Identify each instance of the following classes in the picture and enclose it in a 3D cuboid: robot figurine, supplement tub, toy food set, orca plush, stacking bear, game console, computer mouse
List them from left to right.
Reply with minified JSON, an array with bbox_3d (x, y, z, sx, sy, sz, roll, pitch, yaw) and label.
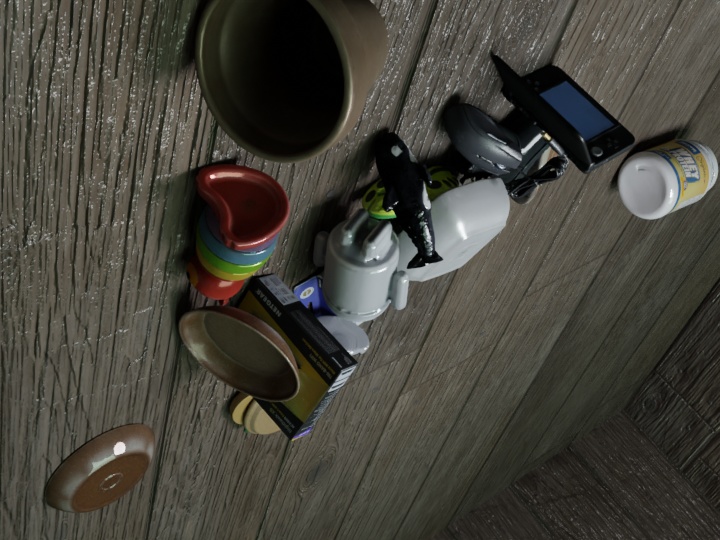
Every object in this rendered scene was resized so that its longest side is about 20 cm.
[{"bbox_3d":[-0.173,-0.033,1.398,0.113,0.122,0.201,-15,154,-32],"label":"stacking bear"},{"bbox_3d":[-0.138,0.225,1.925,0.199,0.049,0.198,-40,155,-4],"label":"toy food set"},{"bbox_3d":[0.000,0.000,1.630,0.113,0.168,0.201,-46,158,-36],"label":"robot figurine"},{"bbox_3d":[0.052,-0.094,1.547,0.071,0.105,0.203,-24,114,-34],"label":"orca plush"},{"bbox_3d":[0.221,-0.184,1.609,0.140,0.200,0.046,-22,-146,45],"label":"computer mouse"},{"bbox_3d":[0.314,-0.258,1.619,0.175,0.200,0.117,-28,153,-26],"label":"game console"},{"bbox_3d":[0.665,-0.202,2.290,0.199,0.145,0.145,-21,148,-38],"label":"supplement tub"}]

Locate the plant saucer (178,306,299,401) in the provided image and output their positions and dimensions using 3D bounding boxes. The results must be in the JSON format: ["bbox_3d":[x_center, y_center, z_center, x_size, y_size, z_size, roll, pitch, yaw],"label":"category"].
[{"bbox_3d":[-0.170,0.113,1.540,0.037,0.198,0.201,-59,167,-34],"label":"plant saucer"}]

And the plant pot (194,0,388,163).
[{"bbox_3d":[-0.057,-0.239,1.169,0.174,0.199,0.201,-40,164,-54],"label":"plant pot"}]

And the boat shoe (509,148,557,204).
[{"bbox_3d":[0.314,-0.197,1.875,0.071,0.076,0.201,-28,153,-31],"label":"boat shoe"}]

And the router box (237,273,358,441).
[{"bbox_3d":[-0.118,0.132,1.620,0.052,0.200,0.158,-15,145,-55],"label":"router box"}]

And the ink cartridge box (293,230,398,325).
[{"bbox_3d":[-0.017,0.038,1.806,0.199,0.041,0.200,-34,154,-16],"label":"ink cartridge box"}]

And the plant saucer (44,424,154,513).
[{"bbox_3d":[-0.410,0.329,1.712,0.199,0.037,0.201,-33,153,-19],"label":"plant saucer"}]

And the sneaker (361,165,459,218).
[{"bbox_3d":[0.080,-0.106,1.677,0.199,0.074,0.084,-17,142,-43],"label":"sneaker"}]

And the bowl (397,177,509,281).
[{"bbox_3d":[0.148,-0.057,1.727,0.199,0.075,0.200,-19,160,-50],"label":"bowl"}]

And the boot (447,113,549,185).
[{"bbox_3d":[0.240,-0.222,1.735,0.161,0.073,0.199,8,122,-50],"label":"boot"}]

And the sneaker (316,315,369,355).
[{"bbox_3d":[-0.090,0.136,1.790,0.198,0.076,0.114,1,144,-25],"label":"sneaker"}]
